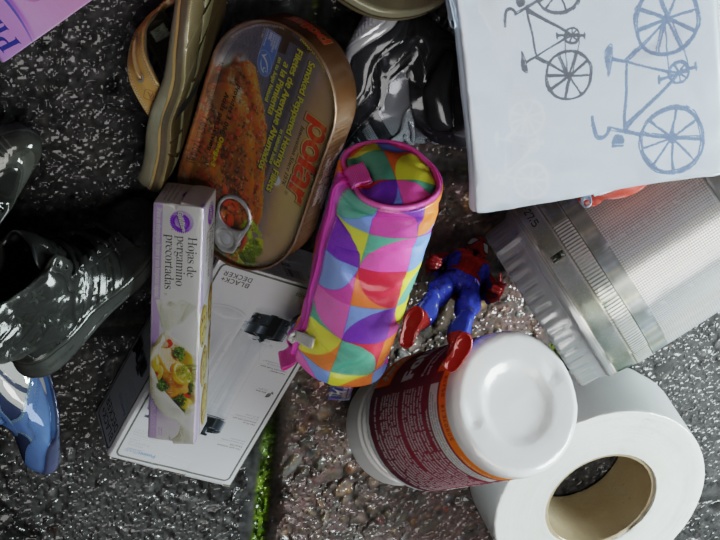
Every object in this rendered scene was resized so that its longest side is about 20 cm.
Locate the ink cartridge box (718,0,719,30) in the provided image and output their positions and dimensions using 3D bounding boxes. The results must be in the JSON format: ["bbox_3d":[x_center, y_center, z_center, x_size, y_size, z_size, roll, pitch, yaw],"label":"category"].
[{"bbox_3d":[0.287,-0.273,1.478,0.128,0.125,0.200,7,119,-26],"label":"ink cartridge box"}]

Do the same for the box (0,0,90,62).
[{"bbox_3d":[-0.211,-0.270,1.314,0.200,0.097,0.176,-34,128,5],"label":"box"}]

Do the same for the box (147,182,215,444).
[{"bbox_3d":[-0.134,0.034,1.519,0.039,0.041,0.201,7,115,7],"label":"box"}]

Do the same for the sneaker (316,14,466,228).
[{"bbox_3d":[0.023,-0.100,1.511,0.114,0.076,0.200,24,112,-1],"label":"sneaker"}]

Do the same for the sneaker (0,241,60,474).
[{"bbox_3d":[-0.279,0.073,1.548,0.082,0.074,0.200,-18,119,-8],"label":"sneaker"}]

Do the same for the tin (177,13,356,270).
[{"bbox_3d":[-0.067,-0.092,1.475,0.042,0.112,0.200,-26,145,-49],"label":"tin"}]

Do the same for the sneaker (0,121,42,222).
[{"bbox_3d":[-0.292,-0.017,1.455,0.200,0.091,0.066,-43,145,5],"label":"sneaker"}]

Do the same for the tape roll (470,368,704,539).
[{"bbox_3d":[0.201,0.185,1.804,0.202,0.071,0.203,-10,126,-14],"label":"tape roll"}]

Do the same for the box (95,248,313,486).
[{"bbox_3d":[-0.115,0.068,1.611,0.116,0.060,0.200,16,116,-29],"label":"box"}]

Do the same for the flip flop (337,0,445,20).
[{"bbox_3d":[-0.010,-0.240,1.419,0.200,0.058,0.081,28,67,-29],"label":"flip flop"}]

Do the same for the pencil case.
[{"bbox_3d":[0.000,0.000,1.500,0.088,0.088,0.200,0,131,-20],"label":"pencil case"}]

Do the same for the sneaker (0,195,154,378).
[{"bbox_3d":[-0.219,0.001,1.465,0.200,0.060,0.104,-53,147,-23],"label":"sneaker"}]

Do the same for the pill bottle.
[{"bbox_3d":[0.074,0.116,1.621,0.114,0.200,0.115,6,78,-27],"label":"pill bottle"}]

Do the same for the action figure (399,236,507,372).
[{"bbox_3d":[0.076,0.015,1.572,0.065,0.200,0.052,23,111,2],"label":"action figure"}]

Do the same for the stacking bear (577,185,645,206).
[{"bbox_3d":[0.164,-0.146,1.496,0.121,0.114,0.200,-24,111,-3],"label":"stacking bear"}]

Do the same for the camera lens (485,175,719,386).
[{"bbox_3d":[0.220,-0.022,1.608,0.200,0.160,0.160,-33,128,4],"label":"camera lens"}]

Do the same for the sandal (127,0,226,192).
[{"bbox_3d":[-0.141,-0.146,1.453,0.054,0.080,0.200,22,127,4],"label":"sandal"}]

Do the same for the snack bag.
[{"bbox_3d":[0.160,-0.136,1.427,0.199,0.021,0.189,-11,114,-7],"label":"snack bag"}]
